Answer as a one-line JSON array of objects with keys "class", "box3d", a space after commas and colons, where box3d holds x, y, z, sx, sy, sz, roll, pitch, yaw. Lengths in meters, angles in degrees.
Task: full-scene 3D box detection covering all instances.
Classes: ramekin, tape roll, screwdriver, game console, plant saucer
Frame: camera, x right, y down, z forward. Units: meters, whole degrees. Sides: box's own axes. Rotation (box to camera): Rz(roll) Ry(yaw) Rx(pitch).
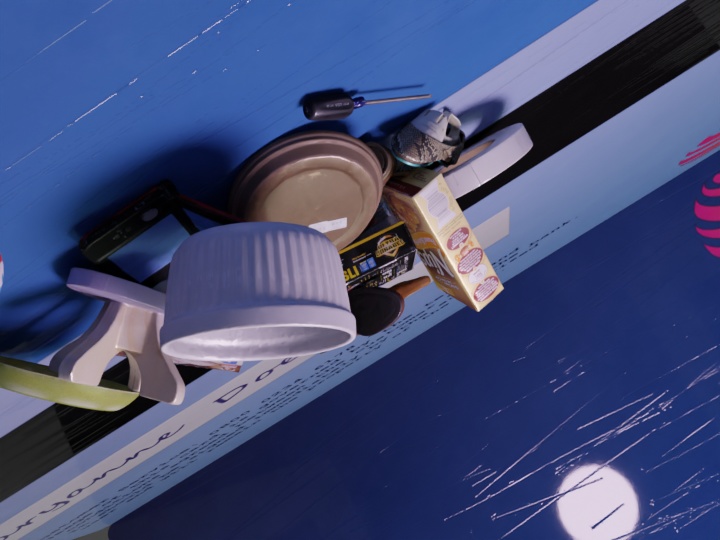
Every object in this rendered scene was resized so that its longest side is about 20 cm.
[{"class": "ramekin", "box3d": [-0.105, 0.025, 0.755, 0.196, 0.107, 0.200, -4, 165, -1]}, {"class": "tape roll", "box3d": [0.163, -0.154, 1.101, 0.201, 0.037, 0.203, -31, -170, 6]}, {"class": "screwdriver", "box3d": [0.013, -0.195, 0.834, 0.198, 0.029, 0.028, -24, 165, -42]}, {"class": "game console", "box3d": [-0.192, -0.008, 0.838, 0.171, 0.119, 0.200, -36, 167, -8]}, {"class": "plant saucer", "box3d": [-0.373, 0.141, 0.905, 0.197, 0.032, 0.200, 14, 169, 3]}, {"class": "plant saucer", "box3d": [-0.062, -0.079, 0.889, 0.197, 0.030, 0.202, -15, 140, -13]}]

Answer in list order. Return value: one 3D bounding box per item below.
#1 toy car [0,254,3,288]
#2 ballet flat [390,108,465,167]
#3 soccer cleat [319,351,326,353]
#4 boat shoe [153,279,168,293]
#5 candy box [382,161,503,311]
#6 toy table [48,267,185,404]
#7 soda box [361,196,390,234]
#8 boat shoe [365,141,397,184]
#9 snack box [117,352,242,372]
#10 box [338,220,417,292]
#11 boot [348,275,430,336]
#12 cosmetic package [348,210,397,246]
[{"class": "toy car", "box3d": [-0.356, 0.064, 0.583, 0.175, 0.202, 0.184, -20, 163, -37]}, {"class": "ballet flat", "box3d": [0.099, -0.182, 0.995, 0.076, 0.068, 0.199, -59, 163, 18]}, {"class": "soccer cleat", "box3d": [-0.131, 0.078, 1.026, 0.196, 0.065, 0.084, -4, 139, 10]}, {"class": "boat shoe", "box3d": [-0.226, 0.043, 1.040, 0.198, 0.070, 0.072, -16, 144, -28]}, {"class": "candy box", "box3d": [0.109, -0.048, 1.011, 0.055, 0.201, 0.115, -38, -153, -10]}, {"class": "toy table", "box3d": [-0.279, 0.080, 0.866, 0.181, 0.119, 0.199, 8, 168, 30]}, {"class": "soda box", "box3d": [-0.057, -0.060, 1.050, 0.198, 0.069, 0.064, -33, 166, 5]}, {"class": "boat shoe", "box3d": [-0.033, -0.094, 0.981, 0.198, 0.073, 0.068, -30, 172, 17]}, {"class": "snack box", "box3d": [-0.275, 0.120, 1.103, 0.197, 0.025, 0.072, 10, 153, -13]}, {"class": "box", "box3d": [0.000, 0.000, 1.048, 0.158, 0.050, 0.200, -25, 172, 0]}, {"class": "boot", "box3d": [0.045, 0.050, 1.094, 0.198, 0.069, 0.188, -20, 169, -45]}, {"class": "cosmetic package", "box3d": [0.039, -0.072, 1.179, 0.198, 0.091, 0.107, -17, 164, -34]}]
